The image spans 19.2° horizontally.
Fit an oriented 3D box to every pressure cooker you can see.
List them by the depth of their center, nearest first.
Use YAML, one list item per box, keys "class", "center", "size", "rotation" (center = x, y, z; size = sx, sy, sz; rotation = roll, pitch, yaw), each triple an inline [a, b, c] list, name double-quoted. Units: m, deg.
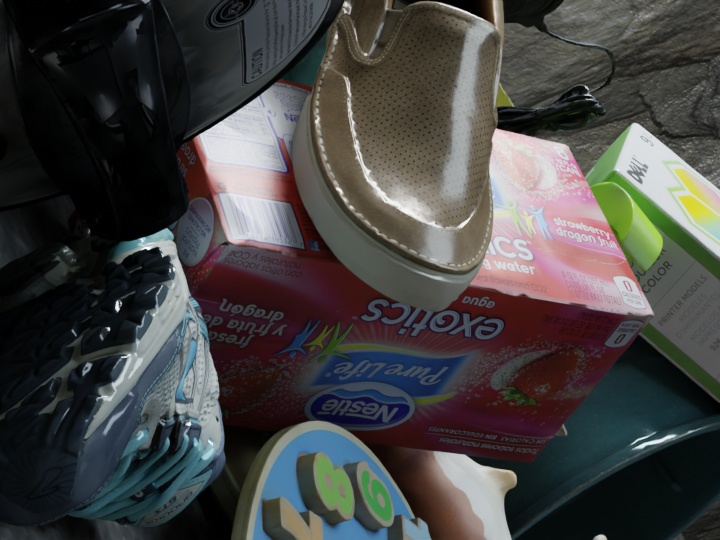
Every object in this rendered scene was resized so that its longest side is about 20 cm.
- class: "pressure cooker"
  center: [-0.099, -0.105, 0.613]
  size: [0.175, 0.178, 0.201]
  rotation: [-3, 63, -52]

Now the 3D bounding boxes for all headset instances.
- class: "headset"
  center: [0.065, -0.154, 0.992]
  size: [0.124, 0.094, 0.201]
  rotation: [-52, 125, -49]

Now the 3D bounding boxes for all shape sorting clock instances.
- class: "shape sorting clock"
  center: [0.006, 0.151, 0.758]
  size: [0.200, 0.039, 0.201]
  rotation: [-15, 90, -73]

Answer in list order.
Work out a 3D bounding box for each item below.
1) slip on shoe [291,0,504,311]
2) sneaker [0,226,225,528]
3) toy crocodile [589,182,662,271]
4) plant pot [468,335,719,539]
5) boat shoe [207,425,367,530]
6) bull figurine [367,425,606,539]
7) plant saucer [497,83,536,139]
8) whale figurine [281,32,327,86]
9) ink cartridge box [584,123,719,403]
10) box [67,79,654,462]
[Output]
- class: "slip on shoe"
  center: [0.023, -0.071, 0.785]
  size: [0.076, 0.061, 0.201]
  rotation: [25, 38, -15]
- class: "sneaker"
  center: [-0.070, 0.041, 0.648]
  size: [0.200, 0.077, 0.087]
  rotation: [-85, 149, -75]
- class: "toy crocodile"
  center: [0.044, 0.022, 0.972]
  size: [0.068, 0.199, 0.062]
  rotation: [62, 3, -31]
- class: "plant pot"
  center: [0.070, 0.060, 1.097]
  size: [0.197, 0.200, 0.200]
  rotation: [57, 6, 24]
- class: "boat shoe"
  center: [-0.039, 0.043, 0.871]
  size: [0.073, 0.062, 0.201]
  rotation: [53, 13, -50]
- class: "bull figurine"
  center: [0.049, 0.124, 0.917]
  size: [0.065, 0.121, 0.201]
  rotation: [55, 11, -79]
- class: "plant saucer"
  center: [-0.009, -0.073, 1.159]
  size: [0.200, 0.199, 0.049]
  rotation: [43, 60, -65]
- class: "whale figurine"
  center: [-0.056, -0.100, 0.913]
  size: [0.158, 0.104, 0.200]
  rotation: [21, 2, 0]
- class: "ink cartridge box"
  center: [0.148, -0.012, 1.044]
  size: [0.200, 0.059, 0.104]
  rotation: [39, 21, 0]
- class: "box"
  center: [0.000, 0.000, 0.824]
  size: [0.199, 0.096, 0.100]
  rotation: [9, 43, -34]
